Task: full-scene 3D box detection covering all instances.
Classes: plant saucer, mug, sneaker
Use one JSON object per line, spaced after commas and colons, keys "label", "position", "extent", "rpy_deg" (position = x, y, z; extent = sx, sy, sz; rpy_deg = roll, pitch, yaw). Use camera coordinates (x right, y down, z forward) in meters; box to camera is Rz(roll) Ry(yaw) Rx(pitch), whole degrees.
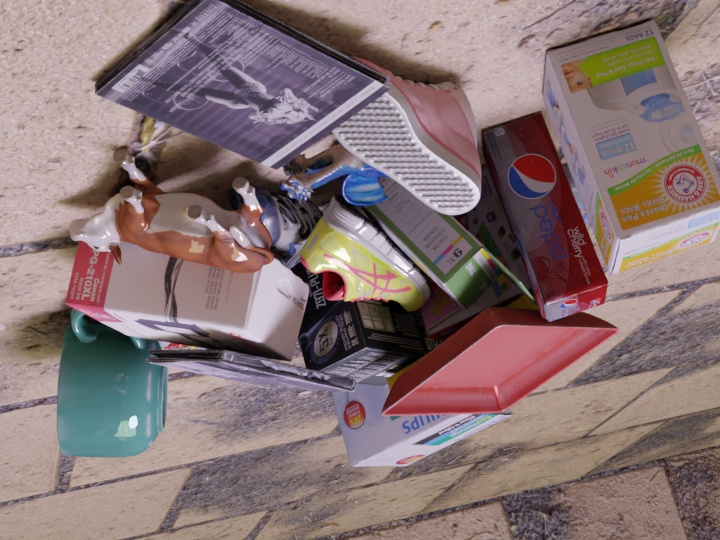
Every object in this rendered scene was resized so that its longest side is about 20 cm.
{"label": "plant saucer", "position": [0.145, 0.095, 1.455], "extent": [0.199, 0.037, 0.200], "rpy_deg": [4, 146, -42]}
{"label": "mug", "position": [-0.279, 0.131, 1.543], "extent": [0.113, 0.153, 0.185], "rpy_deg": [3, 154, -5]}
{"label": "sneaker", "position": [0.000, 0.000, 1.418], "extent": [0.090, 0.078, 0.200], "rpy_deg": [-49, 138, 0]}
{"label": "sneaker", "position": [0.038, -0.145, 1.236], "extent": [0.075, 0.105, 0.200], "rpy_deg": [-27, 128, 35]}
{"label": "sneaker", "position": [-0.081, -0.052, 1.389], "extent": [0.085, 0.078, 0.200], "rpy_deg": [-25, 168, -5]}

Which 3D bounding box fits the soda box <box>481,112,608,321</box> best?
{"label": "soda box", "position": [0.187, -0.054, 1.384], "extent": [0.069, 0.201, 0.063], "rpy_deg": [-17, 160, 0]}

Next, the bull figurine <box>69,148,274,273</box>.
{"label": "bull figurine", "position": [-0.176, -0.048, 1.244], "extent": [0.198, 0.066, 0.122], "rpy_deg": [9, 153, 8]}

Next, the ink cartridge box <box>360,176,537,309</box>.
{"label": "ink cartridge box", "position": [0.085, -0.021, 1.392], "extent": [0.059, 0.200, 0.104], "rpy_deg": [-45, 157, 0]}

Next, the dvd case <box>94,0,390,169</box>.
{"label": "dvd case", "position": [-0.094, -0.153, 1.117], "extent": [0.199, 0.016, 0.148], "rpy_deg": [20, 140, -41]}

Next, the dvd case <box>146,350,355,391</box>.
{"label": "dvd case", "position": [-0.117, 0.103, 1.393], "extent": [0.148, 0.016, 0.200], "rpy_deg": [15, 170, -28]}

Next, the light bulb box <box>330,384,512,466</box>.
{"label": "light bulb box", "position": [0.066, 0.132, 1.785], "extent": [0.198, 0.201, 0.124], "rpy_deg": [-31, 156, 33]}

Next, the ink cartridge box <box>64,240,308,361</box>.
{"label": "ink cartridge box", "position": [-0.170, 0.025, 1.362], "extent": [0.198, 0.085, 0.145], "rpy_deg": [7, 167, 18]}

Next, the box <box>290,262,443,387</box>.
{"label": "box", "position": [0.009, 0.039, 1.545], "extent": [0.086, 0.165, 0.199], "rpy_deg": [-28, 158, 28]}

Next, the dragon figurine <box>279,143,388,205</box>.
{"label": "dragon figurine", "position": [0.010, -0.103, 1.322], "extent": [0.199, 0.059, 0.099], "rpy_deg": [2, 153, -40]}

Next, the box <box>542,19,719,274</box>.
{"label": "box", "position": [0.257, -0.114, 1.281], "extent": [0.112, 0.201, 0.101], "rpy_deg": [-16, 161, 0]}

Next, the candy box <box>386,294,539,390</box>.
{"label": "candy box", "position": [0.133, 0.088, 1.509], "extent": [0.199, 0.027, 0.102], "rpy_deg": [-33, 153, 27]}

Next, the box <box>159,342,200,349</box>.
{"label": "box", "position": [-0.177, 0.054, 1.618], "extent": [0.136, 0.038, 0.200], "rpy_deg": [-5, 157, -31]}

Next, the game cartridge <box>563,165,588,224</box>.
{"label": "game cartridge", "position": [0.216, -0.067, 1.625], "extent": [0.132, 0.042, 0.200], "rpy_deg": [-8, 159, -12]}

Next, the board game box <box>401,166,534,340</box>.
{"label": "board game box", "position": [0.143, -0.032, 1.484], "extent": [0.199, 0.154, 0.040], "rpy_deg": [-25, 159, 25]}
